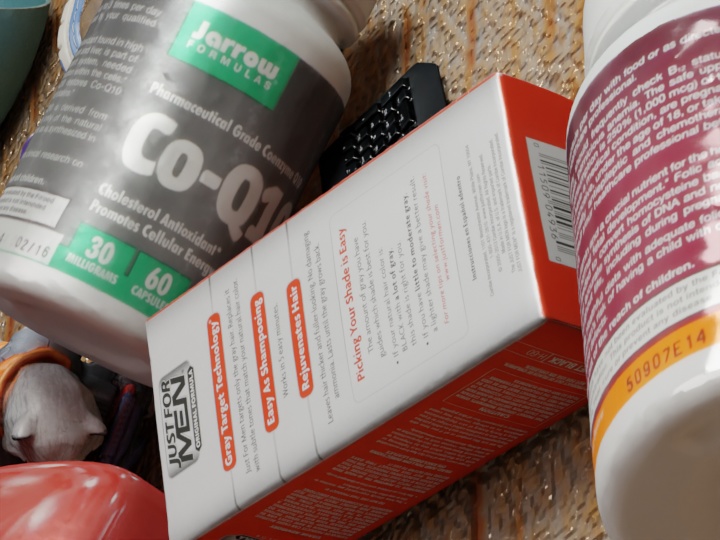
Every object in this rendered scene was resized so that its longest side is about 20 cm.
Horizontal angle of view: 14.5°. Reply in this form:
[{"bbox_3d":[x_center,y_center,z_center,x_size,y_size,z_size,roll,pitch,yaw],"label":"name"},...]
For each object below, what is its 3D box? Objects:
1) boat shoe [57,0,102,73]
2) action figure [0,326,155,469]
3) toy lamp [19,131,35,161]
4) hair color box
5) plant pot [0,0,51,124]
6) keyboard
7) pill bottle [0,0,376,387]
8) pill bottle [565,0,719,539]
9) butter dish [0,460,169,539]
[{"bbox_3d":[-0.098,-0.183,1.436,0.072,0.072,0.200,-28,49,51],"label":"boat shoe"},{"bbox_3d":[-0.164,0.093,1.272,0.193,0.105,0.200,-29,40,63],"label":"action figure"},{"bbox_3d":[-0.113,-0.041,1.338,0.200,0.058,0.058,19,84,62],"label":"toy lamp"},{"bbox_3d":[0.009,0.024,1.013,0.200,0.061,0.102,-33,53,38],"label":"hair color box"},{"bbox_3d":[-0.285,-0.105,1.600,0.200,0.200,0.135,-145,63,-64],"label":"plant pot"},{"bbox_3d":[0.000,0.000,1.119,0.104,0.040,0.200,-49,29,27],"label":"keyboard"},{"bbox_3d":[-0.073,-0.059,1.185,0.113,0.113,0.200,2,63,62],"label":"pill bottle"},{"bbox_3d":[0.119,-0.011,0.822,0.114,0.114,0.200,-43,33,36],"label":"pill bottle"},{"bbox_3d":[-0.147,0.141,1.067,0.199,0.148,0.200,-11,39,31],"label":"butter dish"}]
